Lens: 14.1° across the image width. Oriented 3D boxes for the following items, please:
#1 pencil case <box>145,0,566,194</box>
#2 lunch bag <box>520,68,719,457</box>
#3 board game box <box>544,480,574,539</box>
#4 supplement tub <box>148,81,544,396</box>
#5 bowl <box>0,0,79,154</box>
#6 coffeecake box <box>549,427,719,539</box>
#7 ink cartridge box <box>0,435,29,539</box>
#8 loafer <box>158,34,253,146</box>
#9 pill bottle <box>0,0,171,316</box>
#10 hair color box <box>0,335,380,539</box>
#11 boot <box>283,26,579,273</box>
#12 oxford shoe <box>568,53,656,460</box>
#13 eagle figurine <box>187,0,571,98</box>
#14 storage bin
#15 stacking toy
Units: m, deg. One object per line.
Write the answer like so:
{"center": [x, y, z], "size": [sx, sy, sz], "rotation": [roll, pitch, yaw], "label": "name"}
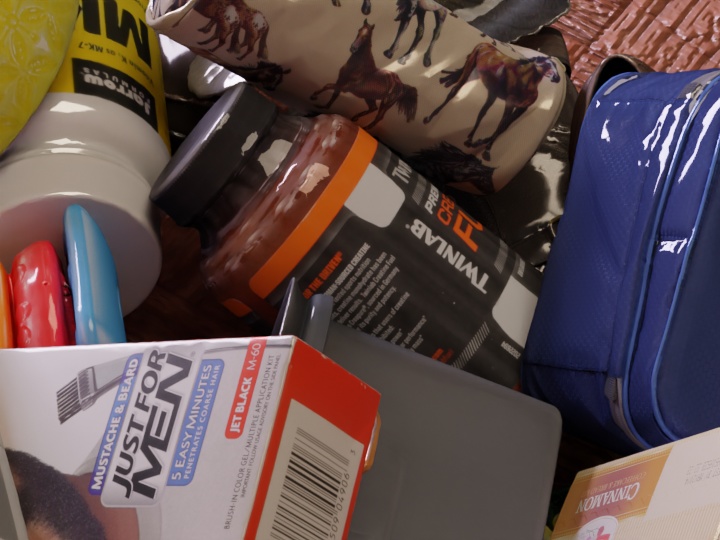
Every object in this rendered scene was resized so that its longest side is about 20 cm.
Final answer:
{"center": [0.002, -0.109, 1.384], "size": [0.200, 0.078, 0.089], "rotation": [27, 73, -18], "label": "pencil case"}
{"center": [0.168, 0.010, 1.291], "size": [0.136, 0.132, 0.200], "rotation": [17, 82, -26], "label": "lunch bag"}
{"center": [0.096, 0.152, 1.336], "size": [0.200, 0.023, 0.105], "rotation": [-23, 53, -35], "label": "board game box"}
{"center": [0.000, 0.000, 1.357], "size": [0.200, 0.107, 0.107], "rotation": [38, 42, -10], "label": "supplement tub"}
{"center": [-0.244, -0.120, 1.371], "size": [0.108, 0.200, 0.200], "rotation": [45, 33, -40], "label": "bowl"}
{"center": [0.195, 0.149, 1.221], "size": [0.200, 0.154, 0.073], "rotation": [30, 67, -16], "label": "coffeecake box"}
{"center": [-0.227, 0.114, 1.182], "size": [0.050, 0.200, 0.162], "rotation": [29, 29, -42], "label": "ink cartridge box"}
{"center": [-0.085, -0.143, 1.550], "size": [0.073, 0.071, 0.200], "rotation": [10, 43, -8], "label": "loafer"}
{"center": [-0.151, -0.071, 1.424], "size": [0.114, 0.114, 0.200], "rotation": [4, 44, -14], "label": "pill bottle"}
{"center": [-0.098, 0.089, 1.162], "size": [0.064, 0.200, 0.111], "rotation": [35, 60, -44], "label": "hair color box"}
{"center": [0.052, -0.020, 1.458], "size": [0.200, 0.069, 0.174], "rotation": [-20, 70, 3], "label": "boot"}
{"center": [0.125, -0.006, 1.384], "size": [0.071, 0.073, 0.200], "rotation": [-8, 74, 8], "label": "oxford shoe"}
{"center": [0.004, -0.163, 1.482], "size": [0.200, 0.151, 0.152], "rotation": [11, 52, -31], "label": "eagle figurine"}
{"center": [0.008, 0.115, 1.242], "size": [0.134, 0.146, 0.200], "rotation": [15, 51, -4], "label": "storage bin"}
{"center": [-0.204, 0.048, 1.307], "size": [0.200, 0.116, 0.110], "rotation": [-8, 39, -6], "label": "stacking toy"}
